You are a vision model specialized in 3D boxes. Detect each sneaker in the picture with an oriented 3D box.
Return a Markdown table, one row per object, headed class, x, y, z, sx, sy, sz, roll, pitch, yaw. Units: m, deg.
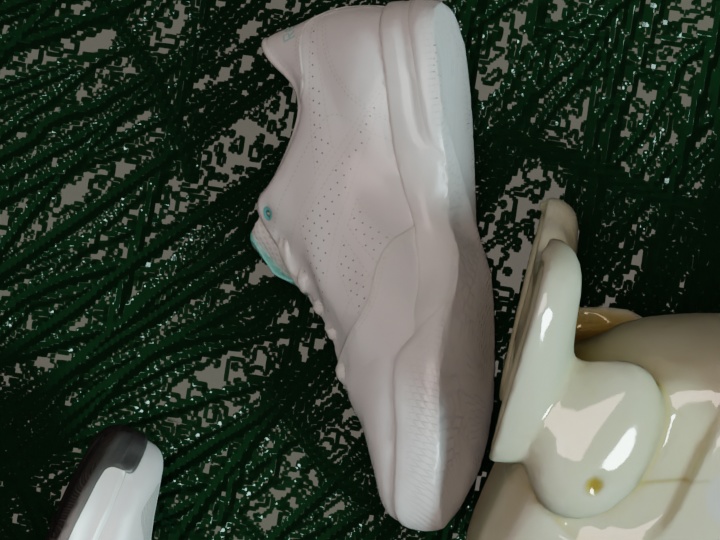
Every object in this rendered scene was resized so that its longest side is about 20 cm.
| class | x | y | z | sx | sy | sz | roll | pitch | yaw |
| --- | --- | --- | --- | --- | --- | --- | --- | --- | --- |
| sneaker | -0.078 | 0.163 | 1.028 | 0.115 | 0.076 | 0.201 | 15 | 98 | -5 |
| sneaker | 0.000 | 0.000 | 1.025 | 0.088 | 0.075 | 0.200 | -5 | 83 | 16 |

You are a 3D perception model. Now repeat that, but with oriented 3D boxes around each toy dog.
| class | x | y | z | sx | sy | sz | roll | pitch | yaw |
| --- | --- | --- | --- | --- | --- | --- | --- | --- | --- |
| toy dog | 0.145 | 0.076 | 0.974 | 0.200 | 0.140 | 0.194 | 12 | 92 | 2 |
